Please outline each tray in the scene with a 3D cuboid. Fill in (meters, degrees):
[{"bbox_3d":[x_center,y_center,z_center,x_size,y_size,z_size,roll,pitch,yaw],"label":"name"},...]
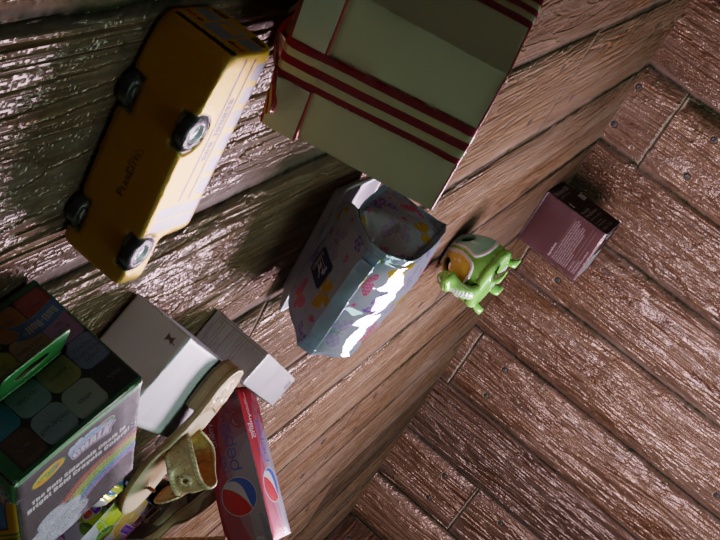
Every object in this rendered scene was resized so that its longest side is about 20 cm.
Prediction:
[{"bbox_3d":[-0.043,-0.041,1.333,0.107,0.022,0.201,-29,154,-58],"label":"tray"}]

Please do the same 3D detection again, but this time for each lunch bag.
[{"bbox_3d":[0.000,0.000,1.274,0.170,0.127,0.200,-56,176,27],"label":"lunch bag"}]

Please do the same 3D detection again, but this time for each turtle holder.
[{"bbox_3d":[0.225,0.006,2.134,0.186,0.131,0.141,-45,166,-24],"label":"turtle holder"}]

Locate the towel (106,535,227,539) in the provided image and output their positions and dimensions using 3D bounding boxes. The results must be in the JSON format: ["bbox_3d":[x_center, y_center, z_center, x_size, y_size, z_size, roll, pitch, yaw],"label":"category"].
[{"bbox_3d":[-0.222,0.341,1.238,0.200,0.145,0.022,98,-11,-68],"label":"towel"}]

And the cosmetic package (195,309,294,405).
[{"bbox_3d":[-0.140,0.112,1.278,0.051,0.082,0.200,-47,166,-7],"label":"cosmetic package"}]

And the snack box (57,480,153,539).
[{"bbox_3d":[-0.335,0.313,1.172,0.200,0.068,0.169,-47,167,-14],"label":"snack box"}]

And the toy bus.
[{"bbox_3d":[-0.145,-0.089,0.763,0.201,0.065,0.078,-59,167,27],"label":"toy bus"}]

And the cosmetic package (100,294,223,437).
[{"bbox_3d":[-0.204,0.103,1.052,0.102,0.071,0.200,-49,167,-8],"label":"cosmetic package"}]

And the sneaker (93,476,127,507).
[{"bbox_3d":[-0.265,0.173,1.022,0.105,0.076,0.200,-53,166,3],"label":"sneaker"}]

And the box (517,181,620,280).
[{"bbox_3d":[0.578,-0.111,2.880,0.165,0.199,0.166,-59,165,28],"label":"box"}]

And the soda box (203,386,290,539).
[{"bbox_3d":[-0.154,0.255,1.350,0.069,0.202,0.063,-18,172,15],"label":"soda box"}]

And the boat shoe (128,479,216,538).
[{"bbox_3d":[-0.266,0.312,1.405,0.200,0.072,0.072,-35,-175,40],"label":"boat shoe"}]

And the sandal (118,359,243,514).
[{"bbox_3d":[-0.174,0.197,1.092,0.212,0.069,0.078,-55,167,13],"label":"sandal"}]

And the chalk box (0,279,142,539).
[{"bbox_3d":[-0.252,0.106,0.789,0.125,0.124,0.201,-41,162,-35],"label":"chalk box"}]

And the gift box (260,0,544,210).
[{"bbox_3d":[0.026,-0.183,0.818,0.201,0.186,0.185,-60,179,-45],"label":"gift box"}]
